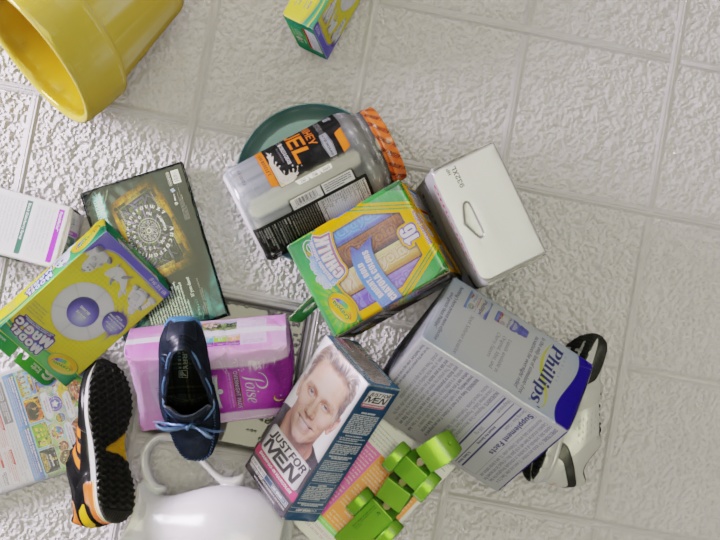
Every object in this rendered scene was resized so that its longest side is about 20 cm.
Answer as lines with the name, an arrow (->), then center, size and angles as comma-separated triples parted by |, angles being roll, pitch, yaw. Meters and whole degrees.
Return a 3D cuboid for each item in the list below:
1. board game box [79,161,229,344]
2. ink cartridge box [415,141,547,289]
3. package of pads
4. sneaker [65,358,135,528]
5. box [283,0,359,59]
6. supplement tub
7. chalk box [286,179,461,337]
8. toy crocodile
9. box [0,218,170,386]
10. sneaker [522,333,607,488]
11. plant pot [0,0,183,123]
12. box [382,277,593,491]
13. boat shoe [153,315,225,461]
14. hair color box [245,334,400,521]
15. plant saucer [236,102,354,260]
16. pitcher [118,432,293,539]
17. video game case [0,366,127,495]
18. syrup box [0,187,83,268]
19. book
board game box -> -0.256, -0.020, 1.485 | 0.134, 0.028, 0.201 | -17, 89, -3
ink cartridge box -> 0.139, -0.059, 1.420 | 0.083, 0.200, 0.146 | -26, 89, -3
package of pads -> -0.178, 0.124, 1.438 | 0.198, 0.076, 0.121 | -5, 126, -2
sneaker -> -0.326, 0.209, 1.434 | 0.090, 0.070, 0.202 | -20, 68, 34
box -> -0.019, -0.371, 1.462 | 0.048, 0.117, 0.201 | 26, 86, 10
supplement tub -> -0.053, -0.108, 1.427 | 0.199, 0.123, 0.123 | -28, 89, -5
chalk box -> 0.000, 0.000, 1.409 | 0.199, 0.124, 0.124 | -29, 82, 9
toy crocodile -> 0.041, 0.264, 1.412 | 0.067, 0.062, 0.200 | 41, 110, 11
box -> -0.340, 0.048, 1.421 | 0.200, 0.048, 0.117 | -41, 119, 4
sneaker -> 0.269, 0.177, 1.490 | 0.080, 0.074, 0.201 | 20, 91, -16
plant pot -> -0.321, -0.311, 1.425 | 0.189, 0.201, 0.201 | -42, 90, -20
box -> 0.138, 0.138, 1.412 | 0.199, 0.184, 0.105 | 33, 52, -1
boat shoe -> -0.205, 0.148, 1.364 | 0.083, 0.069, 0.201 | -9, 124, 1
hair color box -> -0.047, 0.187, 1.406 | 0.100, 0.060, 0.201 | 45, 109, 41
plant saucer -> -0.058, -0.109, 1.500 | 0.198, 0.027, 0.202 | 0, 87, -2
pitcher -> -0.182, 0.290, 1.435 | 0.198, 0.121, 0.173 | 7, 82, 9
video game case -> -0.405, 0.188, 1.473 | 0.199, 0.018, 0.144 | -18, 88, -4
syrup box -> -0.448, -0.061, 1.452 | 0.199, 0.079, 0.082 | 16, 86, -2
book -> 0.008, 0.260, 1.478 | 0.200, 0.048, 0.134 | -44, 87, -5
